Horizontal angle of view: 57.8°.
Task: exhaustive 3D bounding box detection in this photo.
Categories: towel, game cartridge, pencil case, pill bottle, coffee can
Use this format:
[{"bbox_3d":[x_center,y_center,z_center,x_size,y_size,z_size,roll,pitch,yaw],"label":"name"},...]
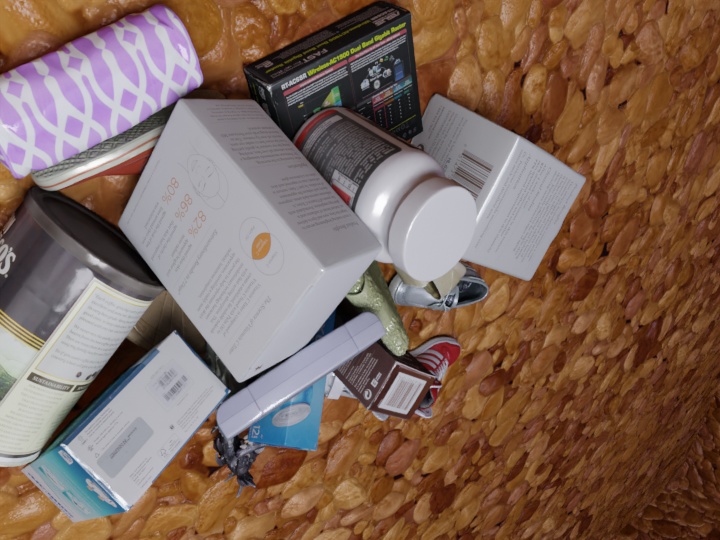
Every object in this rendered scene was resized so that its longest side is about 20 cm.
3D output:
[{"bbox_3d":[0.000,0.000,0.809,0.036,0.202,0.149,-29,133,7],"label":"towel"},{"bbox_3d":[-0.067,0.113,0.704,0.197,0.041,0.133,-32,177,-19],"label":"game cartridge"},{"bbox_3d":[-0.234,-0.156,0.561,0.197,0.085,0.086,-32,131,-21],"label":"pencil case"},{"bbox_3d":[0.018,-0.080,0.664,0.114,0.199,0.118,-22,131,-28],"label":"pill bottle"},{"bbox_3d":[-0.296,0.050,0.598,0.202,0.146,0.146,-52,139,0],"label":"coffee can"}]

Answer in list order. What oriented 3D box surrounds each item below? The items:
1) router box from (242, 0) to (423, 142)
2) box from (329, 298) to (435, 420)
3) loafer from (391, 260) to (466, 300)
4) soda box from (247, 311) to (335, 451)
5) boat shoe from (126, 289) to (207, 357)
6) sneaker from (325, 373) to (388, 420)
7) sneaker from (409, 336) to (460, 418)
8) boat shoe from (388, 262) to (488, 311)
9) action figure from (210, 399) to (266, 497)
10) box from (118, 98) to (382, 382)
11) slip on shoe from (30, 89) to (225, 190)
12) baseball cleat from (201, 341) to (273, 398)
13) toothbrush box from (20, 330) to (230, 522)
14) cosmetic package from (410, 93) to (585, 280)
[{"bbox_3d":[-0.023,-0.193,0.749,0.198,0.062,0.152,-33,137,-21],"label":"router box"},{"bbox_3d":[-0.002,0.104,0.870,0.099,0.199,0.076,27,98,-49],"label":"box"},{"bbox_3d":[0.076,-0.014,0.931,0.197,0.075,0.070,28,82,-34],"label":"loafer"},{"bbox_3d":[-0.082,0.116,0.817,0.067,0.063,0.206,30,62,-53],"label":"soda box"},{"bbox_3d":[-0.205,0.068,0.756,0.198,0.063,0.074,17,73,-52],"label":"boat shoe"},{"bbox_3d":[-0.009,0.164,0.970,0.196,0.114,0.077,-3,120,-41],"label":"sneaker"},{"bbox_3d":[0.123,0.180,1.107,0.196,0.112,0.073,-13,127,-37],"label":"sneaker"},{"bbox_3d":[0.132,0.028,1.040,0.197,0.071,0.072,-6,122,-40],"label":"boat shoe"},{"bbox_3d":[-0.150,0.202,0.868,0.100,0.118,0.205,-16,122,-28],"label":"action figure"},{"bbox_3d":[-0.105,-0.033,0.607,0.153,0.201,0.106,-49,166,30],"label":"box"},{"bbox_3d":[-0.211,-0.115,0.625,0.197,0.074,0.062,-29,138,-32],"label":"slip on shoe"},{"bbox_3d":[-0.137,0.040,0.752,0.106,0.068,0.207,-5,102,-60],"label":"baseball cleat"},{"bbox_3d":[-0.241,0.163,0.659,0.086,0.199,0.147,47,51,-9],"label":"toothbrush box"},{"bbox_3d":[0.173,-0.111,0.911,0.197,0.166,0.170,15,108,-46],"label":"cosmetic package"}]
